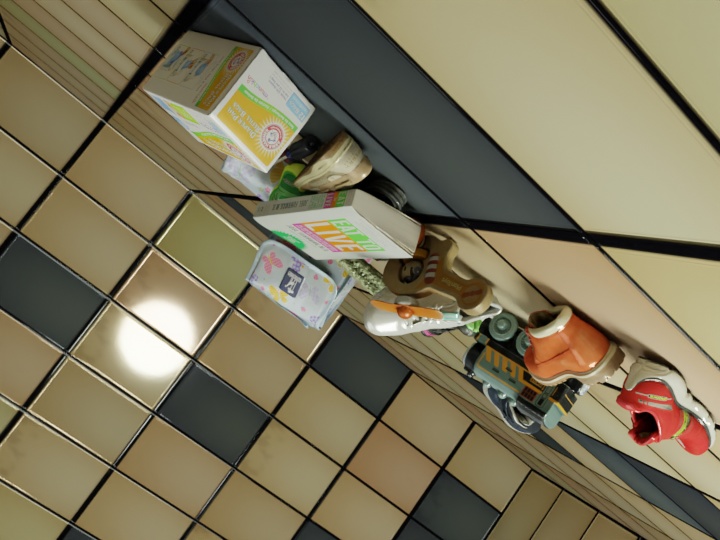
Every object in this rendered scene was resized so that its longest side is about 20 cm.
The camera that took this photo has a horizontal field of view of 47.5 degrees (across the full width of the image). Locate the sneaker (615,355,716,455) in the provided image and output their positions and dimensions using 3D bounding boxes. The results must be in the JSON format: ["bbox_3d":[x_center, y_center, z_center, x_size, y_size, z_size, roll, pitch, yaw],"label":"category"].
[{"bbox_3d":[0.364,0.180,0.997,0.200,0.085,0.077,43,171,-35],"label":"sneaker"}]

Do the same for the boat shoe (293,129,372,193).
[{"bbox_3d":[-0.037,-0.126,1.068,0.064,0.072,0.200,39,171,-11],"label":"boat shoe"}]

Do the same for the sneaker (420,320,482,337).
[{"bbox_3d":[0.149,0.089,1.452,0.077,0.084,0.200,39,173,-24],"label":"sneaker"}]

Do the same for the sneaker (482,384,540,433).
[{"bbox_3d":[0.381,0.336,1.893,0.202,0.077,0.146,43,174,-27],"label":"sneaker"}]

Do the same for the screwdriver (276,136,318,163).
[{"bbox_3d":[-0.111,-0.163,1.201,0.028,0.029,0.199,36,158,-20],"label":"screwdriver"}]

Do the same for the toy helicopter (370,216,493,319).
[{"bbox_3d":[0.096,0.019,1.088,0.079,0.133,0.199,42,171,-37],"label":"toy helicopter"}]

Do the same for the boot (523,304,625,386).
[{"bbox_3d":[0.252,0.092,1.071,0.107,0.075,0.200,41,164,-5],"label":"boot"}]

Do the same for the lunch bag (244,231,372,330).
[{"bbox_3d":[-0.084,-0.017,1.454,0.169,0.201,0.127,36,173,9],"label":"lunch bag"}]

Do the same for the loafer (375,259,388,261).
[{"bbox_3d":[0.034,-0.048,1.255,0.072,0.073,0.200,29,-176,-13],"label":"loafer"}]

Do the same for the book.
[{"bbox_3d":[-0.035,-0.063,1.119,0.199,0.049,0.133,-2,154,46],"label":"book"}]

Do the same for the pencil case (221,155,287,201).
[{"bbox_3d":[-0.137,-0.144,1.364,0.199,0.083,0.091,37,151,-4],"label":"pencil case"}]

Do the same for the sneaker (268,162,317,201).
[{"bbox_3d":[-0.107,-0.092,1.249,0.073,0.085,0.200,12,159,-6],"label":"sneaker"}]

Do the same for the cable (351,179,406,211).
[{"bbox_3d":[0.006,-0.114,1.143,0.097,0.050,0.200,51,158,-9],"label":"cable"}]

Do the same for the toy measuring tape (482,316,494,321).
[{"bbox_3d":[0.137,0.051,1.320,0.199,0.074,0.074,34,172,10],"label":"toy measuring tape"}]

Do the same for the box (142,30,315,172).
[{"bbox_3d":[-0.166,-0.214,1.018,0.199,0.102,0.112,29,169,50],"label":"box"}]

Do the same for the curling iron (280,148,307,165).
[{"bbox_3d":[-0.115,-0.168,1.283,0.199,0.050,0.026,35,157,13],"label":"curling iron"}]

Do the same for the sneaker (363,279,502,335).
[{"bbox_3d":[0.105,0.054,1.155,0.088,0.198,0.076,-143,45,-67],"label":"sneaker"}]

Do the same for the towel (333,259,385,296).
[{"bbox_3d":[0.000,0.000,1.318,0.200,0.037,0.148,43,180,7],"label":"towel"}]

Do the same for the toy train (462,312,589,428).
[{"bbox_3d":[0.246,0.148,1.240,0.199,0.114,0.085,32,171,35],"label":"toy train"}]
